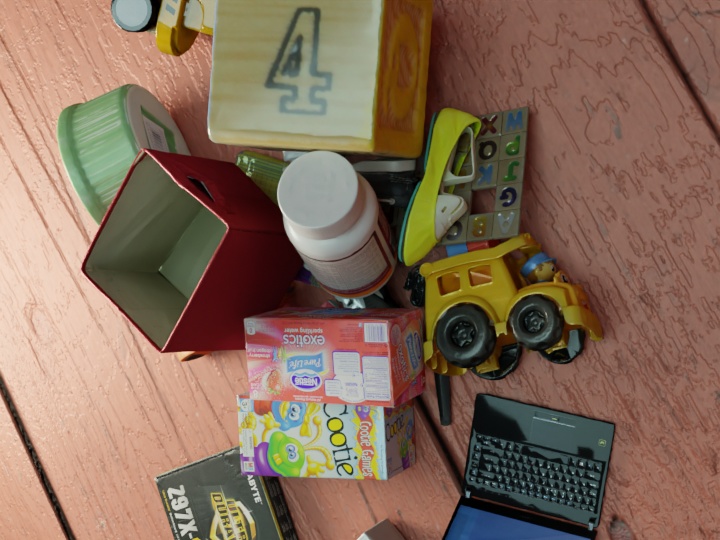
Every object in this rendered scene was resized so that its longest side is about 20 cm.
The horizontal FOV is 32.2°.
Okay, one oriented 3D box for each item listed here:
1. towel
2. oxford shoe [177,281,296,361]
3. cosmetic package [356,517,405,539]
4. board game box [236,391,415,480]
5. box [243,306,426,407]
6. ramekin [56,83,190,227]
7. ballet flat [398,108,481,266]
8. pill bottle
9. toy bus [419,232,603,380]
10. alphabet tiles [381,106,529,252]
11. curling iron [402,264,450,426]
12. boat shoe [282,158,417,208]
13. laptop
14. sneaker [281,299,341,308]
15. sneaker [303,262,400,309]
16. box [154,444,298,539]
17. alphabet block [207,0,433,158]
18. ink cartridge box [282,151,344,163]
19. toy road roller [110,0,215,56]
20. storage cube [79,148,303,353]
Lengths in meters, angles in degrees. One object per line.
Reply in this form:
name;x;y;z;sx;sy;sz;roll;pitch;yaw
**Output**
towel;-0.092;-0.064;1.614;0.198;0.023;0.146;18;98;20
oxford shoe;-0.173;0.046;1.628;0.198;0.071;0.074;-29;77;21
cosmetic package;-0.011;0.421;1.568;0.200;0.085;0.108;-45;77;17
board game box;-0.042;0.199;1.560;0.197;0.105;0.105;-3;92;23
box;-0.030;0.100;1.472;0.197;0.094;0.104;-1;96;29
ramekin;-0.292;-0.140;1.604;0.097;0.200;0.202;-24;83;14
ballet flat;0.098;-0.098;1.454;0.066;0.067;0.203;9;70;19
pill bottle;-0.026;-0.050;1.409;0.108;0.200;0.111;-4;68;11
toy bus;0.169;0.020;1.464;0.197;0.135;0.195;-14;71;22
alphabet tiles;0.106;-0.106;1.494;0.198;0.008;0.170;-7;63;31
curling iron;0.092;0.092;1.544;0.049;0.025;0.203;-8;95;50
boat shoe;-0.014;-0.104;1.520;0.198;0.073;0.061;2;97;36
laptop;0.191;0.266;1.468;0.175;0.103;0.203;11;97;21
sneaker;-0.026;0.082;1.566;0.197;0.074;0.088;5;93;22
sneaker;0.000;0.000;1.537;0.200;0.066;0.091;43;106;10
box;-0.170;0.341;1.651;0.158;0.049;0.203;-22;84;24
alphabet block;-0.041;-0.232;1.404;0.197;0.195;0.200;5;95;18
ink cartridge box;-0.033;-0.244;1.547;0.143;0.084;0.203;-11;88;22
toy road roller;-0.221;-0.377;1.606;0.144;0.123;0.203;17;101;7
storage cube;-0.195;-0.020;1.502;0.171;0.179;0.202;40;109;27
